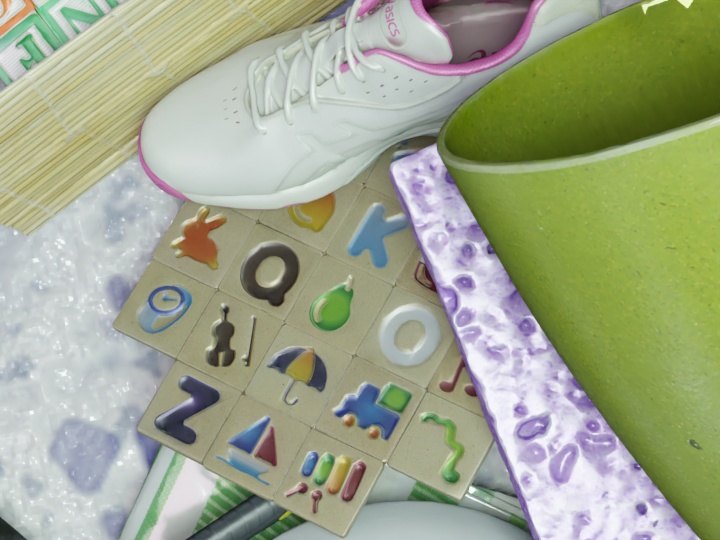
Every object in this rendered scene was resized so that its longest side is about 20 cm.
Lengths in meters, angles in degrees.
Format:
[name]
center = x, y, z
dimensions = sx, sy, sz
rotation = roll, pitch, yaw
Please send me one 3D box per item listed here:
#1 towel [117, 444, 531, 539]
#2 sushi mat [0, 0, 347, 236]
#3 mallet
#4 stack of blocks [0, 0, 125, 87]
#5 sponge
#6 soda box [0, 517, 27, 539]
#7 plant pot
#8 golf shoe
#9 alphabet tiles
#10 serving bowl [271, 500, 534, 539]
[towel]
center = -0.007, 0.142, 0.849
dimensions = 0.200, 0.023, 0.153
rotation = 25, 95, 0
[sushi mat]
center = -0.082, -0.086, 0.809
dimensions = 0.200, 0.096, 0.012
rotation = -35, 68, 4
[mallet]
center = -0.005, 0.079, 0.814
dimensions = 0.200, 0.066, 0.041
rotation = -34, 71, -1
[stack of blocks]
center = -0.156, -0.120, 0.825
dimensions = 0.200, 0.059, 0.115
rotation = -37, 90, 4
[sponge]
center = 0.097, 0.032, 0.749
dimensions = 0.111, 0.030, 0.200
rotation = -22, 90, -2
[soda box]
center = -0.185, 0.132, 0.827
dimensions = 0.200, 0.063, 0.071
rotation = 41, 122, 1
[plant pot]
center = 0.148, 0.014, 0.661
dimensions = 0.187, 0.187, 0.200
rotation = -22, 106, 4
[golf shoe]
center = 0.001, -0.082, 0.784
dimensions = 0.200, 0.092, 0.075
rotation = -16, 66, 7
[alphabet tiles]
center = 0.000, 0.000, 0.803
dimensions = 0.166, 0.006, 0.200
rotation = 24, 75, 21
[serving bowl]
center = 0.019, 0.197, 0.792
dimensions = 0.200, 0.066, 0.200
rotation = -3, 106, -10
